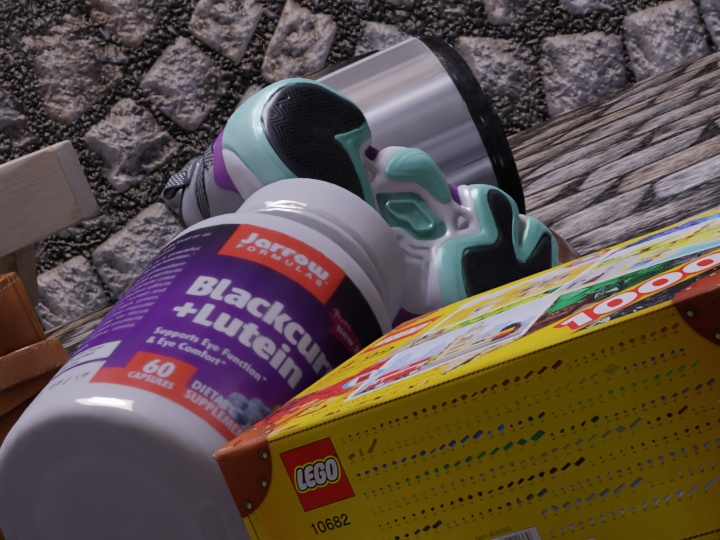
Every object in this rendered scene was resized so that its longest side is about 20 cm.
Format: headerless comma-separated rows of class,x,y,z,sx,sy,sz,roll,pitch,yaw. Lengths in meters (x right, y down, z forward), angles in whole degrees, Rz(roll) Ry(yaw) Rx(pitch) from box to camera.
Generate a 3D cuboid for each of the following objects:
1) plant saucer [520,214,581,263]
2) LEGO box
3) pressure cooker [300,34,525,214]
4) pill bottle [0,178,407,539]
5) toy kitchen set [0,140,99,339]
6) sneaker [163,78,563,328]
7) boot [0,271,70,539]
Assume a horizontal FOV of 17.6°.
plant saucer,0.028,0.000,1.196,0.200,0.032,0.200,2,20,-1
LEGO box,0.077,0.044,0.777,0.200,0.077,0.149,-21,6,31
pressure cooker,0.001,-0.065,1.719,0.200,0.176,0.179,-26,9,-9
pill bottle,-0.052,0.046,0.921,0.111,0.111,0.200,-21,21,32
toy kitchen set,-0.203,0.068,1.127,0.163,0.200,0.180,-26,8,-27
sneaker,0.000,0.000,1.077,0.140,0.200,0.078,-32,25,51
boot,-0.181,0.092,0.998,0.200,0.155,0.077,-19,15,38
